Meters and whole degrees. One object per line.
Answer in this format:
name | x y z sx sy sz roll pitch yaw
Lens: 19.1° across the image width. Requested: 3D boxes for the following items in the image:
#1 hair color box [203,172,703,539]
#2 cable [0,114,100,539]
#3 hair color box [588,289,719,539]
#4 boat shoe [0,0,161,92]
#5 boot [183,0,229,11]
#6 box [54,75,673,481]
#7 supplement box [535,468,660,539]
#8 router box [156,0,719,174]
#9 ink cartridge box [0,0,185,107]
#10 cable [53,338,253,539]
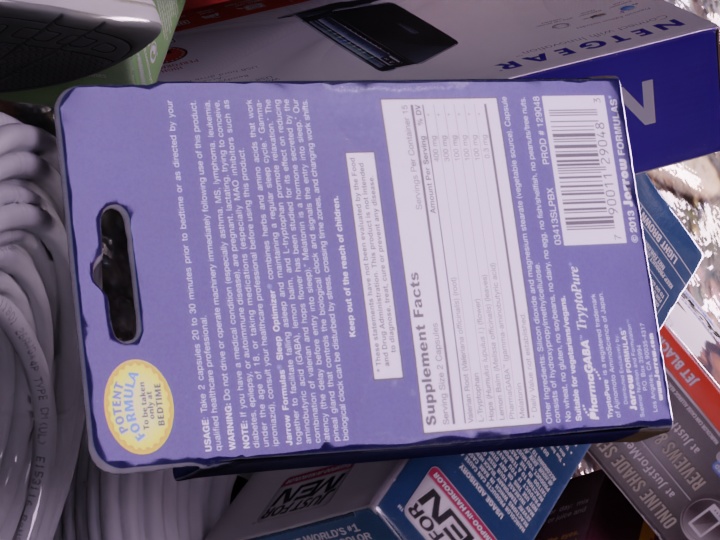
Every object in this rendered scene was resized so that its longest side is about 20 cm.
hair color box | 0.038 0.046 0.780 0.061 0.100 0.200 51 50 -16
cable | -0.144 0.048 0.650 0.200 0.069 0.201 -33 133 -71
hair color box | 0.132 0.049 0.952 0.111 0.064 0.200 50 12 -5
boat shoe | -0.147 -0.099 0.643 0.201 0.074 0.065 6 70 -39
boot | -0.046 -0.188 0.900 0.072 0.144 0.201 5 69 -47
box | 0.000 0.000 0.681 0.199 0.032 0.122 -2 78 -25
supplement box | 0.084 0.198 0.884 0.110 0.085 0.201 44 44 -22
router box | 0.010 -0.069 0.815 0.199 0.179 0.049 -15 114 -17
ink cartridge box | -0.124 -0.150 0.804 0.048 0.144 0.201 86 16 -52
cable | -0.035 0.112 0.813 0.199 0.069 0.201 16 60 -42
